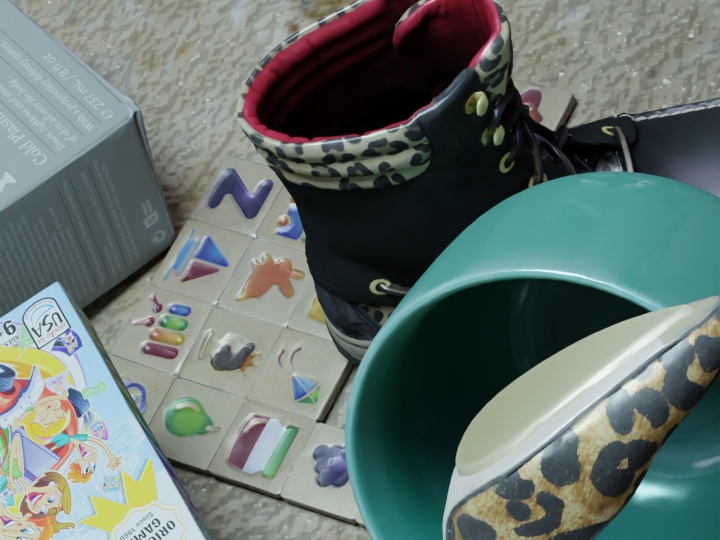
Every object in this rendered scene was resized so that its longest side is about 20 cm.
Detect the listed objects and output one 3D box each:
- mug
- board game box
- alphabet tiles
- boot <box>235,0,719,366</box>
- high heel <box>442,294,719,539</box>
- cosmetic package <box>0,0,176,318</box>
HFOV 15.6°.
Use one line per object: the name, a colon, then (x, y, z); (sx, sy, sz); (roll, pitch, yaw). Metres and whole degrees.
mug: (0.089, 0.058, 0.881); (0.152, 0.185, 0.114); (-9, 22, 27)
board game box: (-0.156, 0.109, 0.906); (0.200, 0.034, 0.135); (-33, 53, -2)
alphabet tiles: (0.000, 0.000, 1.031); (0.167, 0.008, 0.200); (16, 65, 29)
boot: (0.061, -0.044, 0.936); (0.200, 0.151, 0.073); (-16, 54, 10)
high heel: (0.078, 0.106, 0.800); (0.200, 0.143, 0.071); (-44, 7, 25)
cosmetic package: (-0.186, -0.007, 1.042); (0.200, 0.090, 0.107); (-36, 53, -20)
